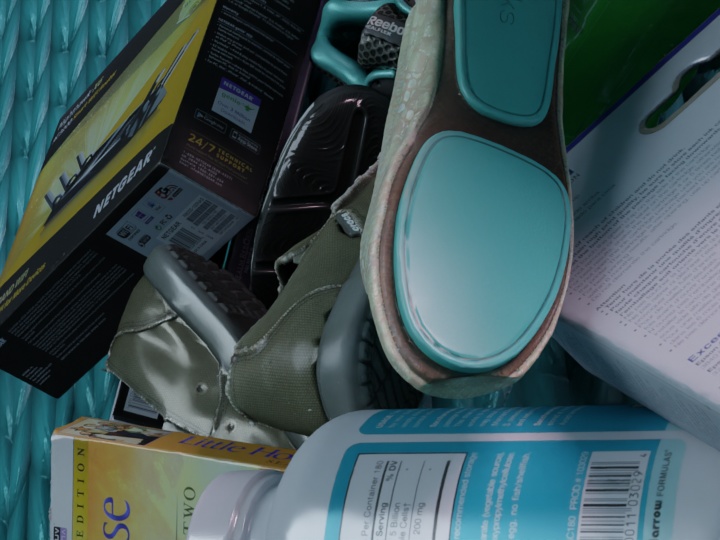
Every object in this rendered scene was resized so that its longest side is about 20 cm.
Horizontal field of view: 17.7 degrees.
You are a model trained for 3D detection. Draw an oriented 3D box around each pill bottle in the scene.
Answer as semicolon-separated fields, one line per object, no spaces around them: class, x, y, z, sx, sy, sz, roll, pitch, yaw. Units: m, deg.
pill bottle;0.045;0.099;0.749;0.199;0.111;0.111;-2;66;25

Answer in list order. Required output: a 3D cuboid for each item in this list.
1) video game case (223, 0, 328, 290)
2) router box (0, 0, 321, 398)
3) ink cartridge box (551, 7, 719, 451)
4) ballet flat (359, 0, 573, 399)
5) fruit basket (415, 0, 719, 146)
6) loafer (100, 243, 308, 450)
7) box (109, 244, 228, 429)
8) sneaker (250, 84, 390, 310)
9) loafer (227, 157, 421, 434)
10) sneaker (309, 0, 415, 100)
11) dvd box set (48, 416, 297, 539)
video game case;-0.048;-0.052;1.184;0.143;0.019;0.201;123;162;-79
router box;-0.100;-0.051;1.088;0.200;0.052;0.158;-40;27;46
ink cartridge box;0.151;-0.034;0.716;0.200;0.041;0.200;-41;26;-6
ballet flat;0.034;-0.029;0.745;0.062;0.067;0.200;127;161;-49
fruit basket;0.067;-0.148;0.876;0.185;0.094;0.200;-57;45;36
loafer;-0.039;0.074;0.940;0.070;0.075;0.200;-50;52;12
box;-0.094;0.030;1.149;0.110;0.035;0.200;109;174;-49
sneaker;-0.024;-0.006;1.053;0.115;0.075;0.201;-113;27;-59
loafer;0.000;0.000;0.894;0.200;0.069;0.075;-55;-45;-60
sneaker;0.044;-0.083;0.993;0.200;0.091;0.078;11;83;60
dvd box set;-0.026;0.140;0.866;0.199;0.029;0.147;7;102;24
